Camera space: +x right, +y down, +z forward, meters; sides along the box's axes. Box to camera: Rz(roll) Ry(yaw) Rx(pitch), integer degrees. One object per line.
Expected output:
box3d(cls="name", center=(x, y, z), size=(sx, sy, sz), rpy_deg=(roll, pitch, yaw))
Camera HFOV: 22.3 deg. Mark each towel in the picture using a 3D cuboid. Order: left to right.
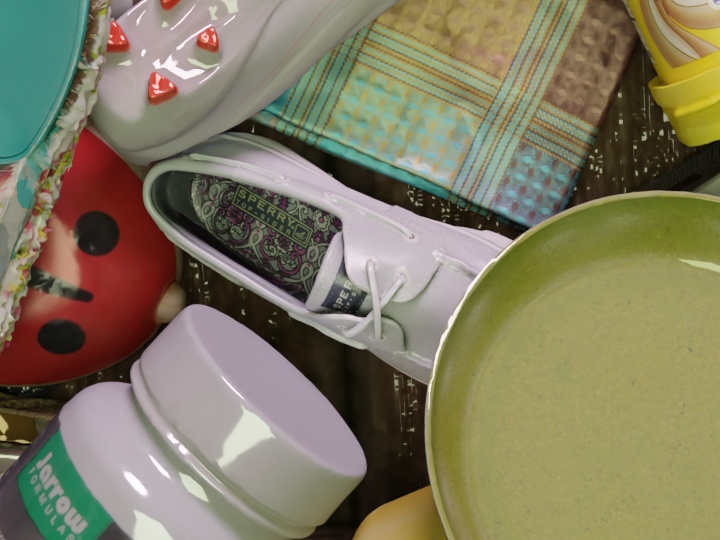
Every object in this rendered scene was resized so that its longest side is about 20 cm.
box3d(cls="towel", center=(0.019, -0.115, 0.778), size=(0.199, 0.022, 0.147), rpy_deg=(23, 99, -3))

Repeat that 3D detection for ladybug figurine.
box3d(cls="ladybug figurine", center=(-0.168, -0.018, 0.769), size=(0.199, 0.072, 0.136), rpy_deg=(17, 99, -2))

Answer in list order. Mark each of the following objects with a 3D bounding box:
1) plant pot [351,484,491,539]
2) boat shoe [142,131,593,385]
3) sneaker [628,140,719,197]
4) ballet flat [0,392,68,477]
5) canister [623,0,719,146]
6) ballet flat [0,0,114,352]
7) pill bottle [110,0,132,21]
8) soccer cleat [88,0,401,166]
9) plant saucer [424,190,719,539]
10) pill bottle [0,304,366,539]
box3d(cls="plant pot", center=(0.013, 0.201, 0.753), size=(0.188, 0.201, 0.202), rpy_deg=(-21, 99, 20))
box3d(cls="boat shoe", center=(0.000, 0.000, 0.739), size=(0.200, 0.068, 0.072), rpy_deg=(34, 113, 18))
box3d(cls="sneaker", center=(0.151, 0.012, 0.770), size=(0.199, 0.075, 0.106), rpy_deg=(-32, 100, 9))
box3d(cls="ballet flat", center=(-0.176, 0.081, 0.789), size=(0.199, 0.065, 0.071), rpy_deg=(1, 99, 1))
box3d(cls="canister", center=(0.148, -0.171, 0.710), size=(0.148, 0.087, 0.201), rpy_deg=(-27, 97, 6))
box3d(cls="ballet flat", center=(-0.142, -0.041, 0.693), size=(0.075, 0.064, 0.201), rpy_deg=(27, 105, 8))
box3d(cls="pill bottle", center=(-0.193, -0.131, 0.723), size=(0.199, 0.113, 0.114), rpy_deg=(-2, 99, -11))
box3d(cls="soccer cleat", center=(-0.027, -0.114, 0.740), size=(0.200, 0.078, 0.069), rpy_deg=(-35, 77, -13))
box3d(cls="plant saucer", center=(0.120, 0.067, 0.678), size=(0.199, 0.031, 0.201), rpy_deg=(3, 68, -7))
box3d(cls="pill bottle", center=(-0.098, 0.117, 0.712), size=(0.113, 0.113, 0.200), rpy_deg=(41, 99, -6))
